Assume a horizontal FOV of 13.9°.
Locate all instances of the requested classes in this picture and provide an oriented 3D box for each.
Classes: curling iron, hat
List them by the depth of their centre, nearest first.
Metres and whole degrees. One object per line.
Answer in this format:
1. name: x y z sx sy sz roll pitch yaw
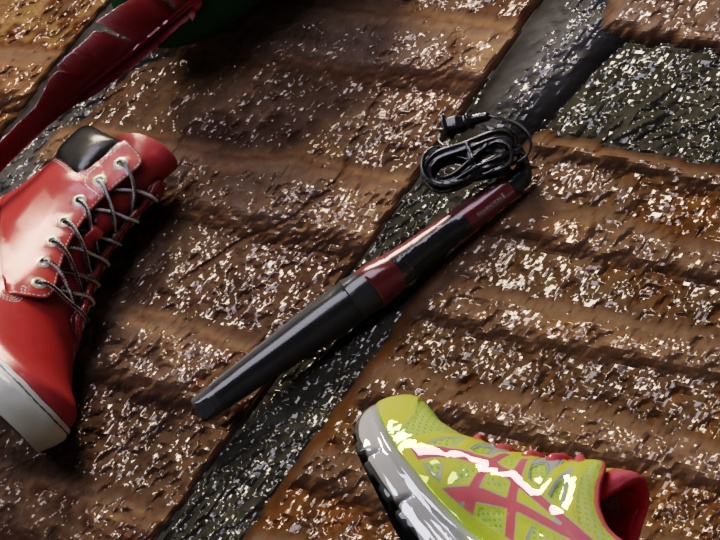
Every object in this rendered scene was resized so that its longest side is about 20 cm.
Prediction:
1. curling iron: 0.000 0.000 1.359 0.200 0.026 0.050 -43 72 0
2. hat: -0.090 -0.125 1.567 0.199 0.177 0.166 2 2 2

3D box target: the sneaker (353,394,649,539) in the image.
1. sneaker: 0.068 0.102 1.159 0.090 0.078 0.200 -34 40 -7

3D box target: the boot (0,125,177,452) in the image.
1. boot: -0.143 -0.001 1.461 0.144 0.072 0.200 -37 32 1
